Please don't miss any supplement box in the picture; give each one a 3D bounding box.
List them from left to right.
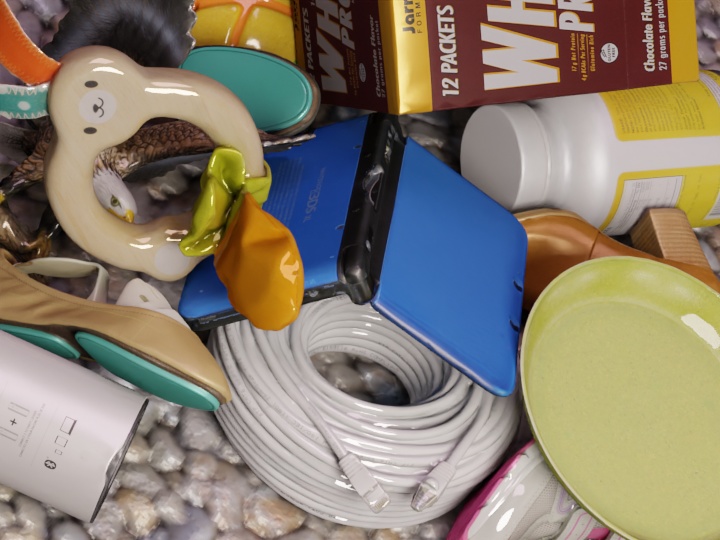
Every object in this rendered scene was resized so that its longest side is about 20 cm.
[{"bbox_3d":[0.078,-0.177,1.491,0.200,0.133,0.197,-8,9,-18],"label":"supplement box"}]

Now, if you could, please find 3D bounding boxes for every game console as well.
[{"bbox_3d":[0.000,0.000,1.437,0.170,0.118,0.200,-15,28,16],"label":"game console"}]

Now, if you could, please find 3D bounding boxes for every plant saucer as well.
[{"bbox_3d":[0.176,0.086,1.424,0.200,0.031,0.200,14,57,-22],"label":"plant saucer"}]

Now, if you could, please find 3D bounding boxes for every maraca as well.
[{"bbox_3d":[-0.103,-0.188,1.613,0.137,0.107,0.200,-26,53,-22],"label":"maraca"}]

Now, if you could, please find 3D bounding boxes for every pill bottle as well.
[{"bbox_3d":[0.174,-0.080,1.634,0.200,0.112,0.112,-5,52,-29],"label":"pill bottle"}]

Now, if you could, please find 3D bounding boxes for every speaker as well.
[{"bbox_3d":[-0.226,0.067,1.335,0.200,0.081,0.081,24,44,-2],"label":"speaker"}]

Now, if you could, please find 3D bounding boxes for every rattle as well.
[{"bbox_3d":[-0.133,-0.054,1.294,0.200,0.130,0.143,46,27,-35],"label":"rattle"}]

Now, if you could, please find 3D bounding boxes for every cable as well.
[{"bbox_3d":[0.004,0.064,1.453,0.200,0.069,0.200,41,46,18],"label":"cable"}]

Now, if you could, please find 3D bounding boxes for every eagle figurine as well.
[{"bbox_3d":[-0.147,-0.079,1.428,0.151,0.200,0.152,52,7,13],"label":"eagle figurine"}]

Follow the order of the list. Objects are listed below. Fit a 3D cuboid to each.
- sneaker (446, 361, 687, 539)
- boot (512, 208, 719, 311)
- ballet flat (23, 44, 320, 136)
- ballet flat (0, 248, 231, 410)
[{"bbox_3d":[0.140,0.135,1.439,0.200,0.081,0.088,-29,78,-30],"label":"sneaker"},{"bbox_3d":[0.152,0.035,1.552,0.201,0.071,0.144,-6,63,-16],"label":"boot"},{"bbox_3d":[-0.118,-0.109,1.521,0.200,0.068,0.068,4,77,12],"label":"ballet flat"},{"bbox_3d":[-0.150,0.026,1.360,0.200,0.069,0.063,14,69,30],"label":"ballet flat"}]
